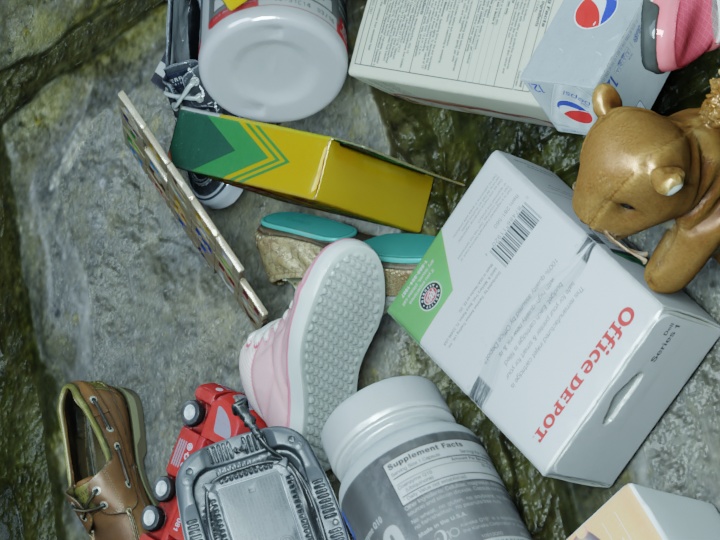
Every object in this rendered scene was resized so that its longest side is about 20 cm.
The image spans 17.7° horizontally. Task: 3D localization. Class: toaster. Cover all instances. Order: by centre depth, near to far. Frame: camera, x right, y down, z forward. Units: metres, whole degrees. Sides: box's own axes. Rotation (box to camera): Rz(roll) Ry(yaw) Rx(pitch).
[{"bbox_3d":[-0.070,0.202,1.687,0.113,0.129,0.200,-18,74,-8],"label":"toaster"}]

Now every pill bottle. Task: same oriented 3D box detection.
[{"bbox_3d":[0.053,0.179,1.621,0.114,0.114,0.200,-45,53,23],"label":"pill bottle"},{"bbox_3d":[-0.067,-0.221,1.789,0.114,0.114,0.200,-33,39,30],"label":"pill bottle"}]

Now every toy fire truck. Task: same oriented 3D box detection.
[{"bbox_3d":[-0.105,0.201,1.797,0.141,0.049,0.200,24,93,42],"label":"toy fire truck"}]

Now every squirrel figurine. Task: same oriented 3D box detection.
[{"bbox_3d":[0.228,-0.079,1.488,0.200,0.186,0.142,-43,53,24],"label":"squirrel figurine"}]

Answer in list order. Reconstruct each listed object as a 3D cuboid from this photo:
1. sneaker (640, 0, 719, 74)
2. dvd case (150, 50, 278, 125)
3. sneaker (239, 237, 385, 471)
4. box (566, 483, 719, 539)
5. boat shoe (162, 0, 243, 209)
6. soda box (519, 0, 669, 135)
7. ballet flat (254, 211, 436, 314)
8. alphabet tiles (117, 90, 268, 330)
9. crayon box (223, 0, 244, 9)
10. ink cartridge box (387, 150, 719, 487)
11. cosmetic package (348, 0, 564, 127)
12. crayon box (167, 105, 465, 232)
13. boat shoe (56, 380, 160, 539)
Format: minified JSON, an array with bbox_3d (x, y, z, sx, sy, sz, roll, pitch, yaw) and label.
[{"bbox_3d":[0.253,-0.186,1.510,0.087,0.200,0.074,17,128,32],"label":"sneaker"},{"bbox_3d":[-0.084,-0.213,1.916,0.149,0.016,0.200,36,102,40],"label":"dvd case"},{"bbox_3d":[-0.044,0.047,1.735,0.105,0.075,0.201,44,136,41],"label":"sneaker"},{"bbox_3d":[0.170,0.263,1.500,0.200,0.106,0.152,-47,53,22],"label":"box"},{"bbox_3d":[-0.131,-0.151,1.882,0.072,0.068,0.201,-11,72,38],"label":"boat shoe"},{"bbox_3d":[0.191,-0.188,1.589,0.068,0.063,0.200,11,64,41],"label":"soda box"},{"bbox_3d":[0.000,0.000,1.763,0.200,0.070,0.065,14,115,45],"label":"ballet flat"},{"bbox_3d":[-0.131,-0.039,1.809,0.008,0.167,0.200,-33,84,-9],"label":"alphabet tiles"},{"bbox_3d":[-0.075,-0.276,1.709,0.127,0.051,0.200,-32,42,5],"label":"crayon box"},{"bbox_3d":[0.133,0.035,1.609,0.146,0.084,0.200,-56,50,15],"label":"ink cartridge box"},{"bbox_3d":[0.099,-0.167,1.694,0.200,0.087,0.104,16,88,44],"label":"cosmetic package"},{"bbox_3d":[-0.036,-0.075,1.760,0.200,0.127,0.051,14,88,43],"label":"crayon box"},{"bbox_3d":[-0.209,0.185,1.881,0.072,0.068,0.200,-33,59,29],"label":"boat shoe"}]
